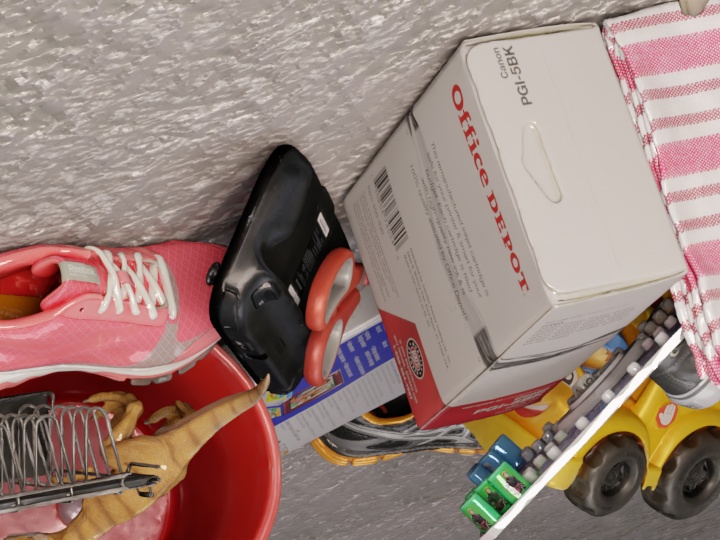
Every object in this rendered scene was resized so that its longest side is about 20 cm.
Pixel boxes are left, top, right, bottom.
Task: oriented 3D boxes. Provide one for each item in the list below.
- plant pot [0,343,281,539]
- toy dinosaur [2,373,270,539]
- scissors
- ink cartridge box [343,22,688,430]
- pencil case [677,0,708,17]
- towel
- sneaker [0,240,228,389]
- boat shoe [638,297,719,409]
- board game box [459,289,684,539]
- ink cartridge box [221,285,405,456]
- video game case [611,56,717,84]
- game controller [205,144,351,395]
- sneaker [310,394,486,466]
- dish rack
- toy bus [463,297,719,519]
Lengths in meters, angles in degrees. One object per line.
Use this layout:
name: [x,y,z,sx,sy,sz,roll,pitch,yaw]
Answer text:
plant pot: [-0.163,0.132,1.433,0.200,0.201,0.177,-12,171,-18]
toy dinosaur: [-0.109,0.101,1.301,0.200,0.106,0.060,-40,120,17]
scissors: [0.000,0.000,1.358,0.014,0.073,0.200,10,-154,13]
ink cartridge box: [0.076,-0.020,1.244,0.083,0.147,0.200,-11,163,-23]
pencil case: [0.214,-0.176,1.017,0.200,0.078,0.089,-21,148,8]
towel: [0.215,-0.049,1.209,0.146,0.200,0.030,-14,175,-22]
sneaker: [-0.144,0.019,1.270,0.200,0.074,0.087,-11,160,-22]
boat shoe: [0.232,-0.012,1.437,0.057,0.200,0.069,35,168,-31]
board game box: [0.130,0.061,1.314,0.200,0.026,0.200,-47,178,3]
ink cartridge box: [0.000,0.051,1.551,0.200,0.047,0.198,-29,162,-3]
video game case: [0.209,-0.078,1.320,0.200,0.023,0.182,-17,150,-19]
game controller: [-0.042,0.003,1.295,0.042,0.105,0.200,11,166,10]
sneaker: [0.062,0.090,1.698,0.200,0.078,0.077,-14,154,-16]
dish rack: [-0.199,0.100,1.214,0.153,0.055,0.200,-10,-177,-29]
toy bus: [0.188,0.060,1.629,0.200,0.136,0.192,6,114,-44]
